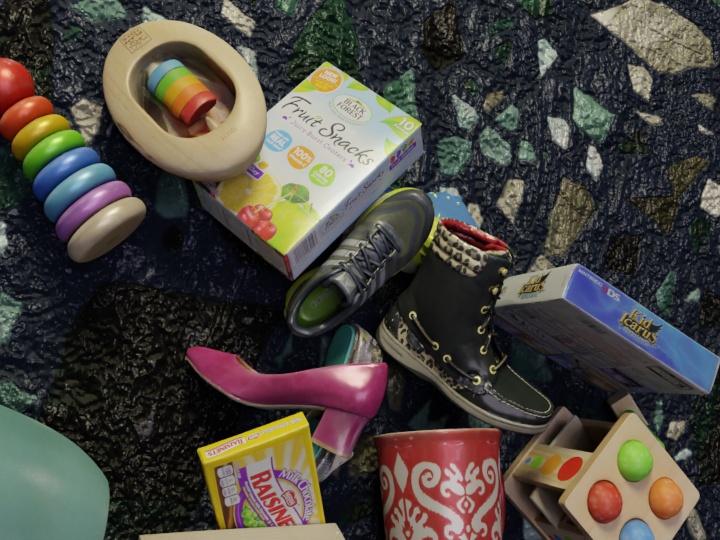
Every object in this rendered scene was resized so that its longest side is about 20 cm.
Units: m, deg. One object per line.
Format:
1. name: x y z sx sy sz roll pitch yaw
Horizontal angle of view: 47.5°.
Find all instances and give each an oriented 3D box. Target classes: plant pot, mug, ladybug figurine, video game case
1. plant pot: -0.303 0.211 0.668 0.159 0.200 0.204 24 76 -26
2. mug: 0.102 0.266 0.826 0.175 0.133 0.204 4 74 -25
3. ladybug figurine: -0.168 -0.160 0.795 0.135 0.072 0.200 -39 71 -10
4. video game case: 0.250 0.068 0.890 0.198 0.181 0.046 32 73 -14

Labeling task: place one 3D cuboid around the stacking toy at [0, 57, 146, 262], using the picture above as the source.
1. stacking toy: -0.293 -0.109 0.770 0.085 0.085 0.201 -38 91 -20

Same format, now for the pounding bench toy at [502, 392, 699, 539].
1. pounding bench toy: 0.283 0.214 0.899 0.125 0.156 0.200 47 71 -9

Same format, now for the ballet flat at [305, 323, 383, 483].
1. ballet flat: -0.027 0.157 0.841 0.071 0.072 0.203 29 76 -15

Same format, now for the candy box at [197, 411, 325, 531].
1. candy box: -0.084 0.233 0.774 0.101 0.026 0.203 -19 122 -19

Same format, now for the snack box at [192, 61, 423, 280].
1. snack box: -0.052 -0.107 0.832 0.142 0.053 0.200 38 69 24

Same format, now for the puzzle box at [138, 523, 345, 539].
1. puzzle box: -0.121 0.298 0.756 0.197 0.025 0.135 8 112 -31

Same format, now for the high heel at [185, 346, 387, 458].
1. high heel: -0.073 0.095 0.796 0.198 0.067 0.097 25 86 19

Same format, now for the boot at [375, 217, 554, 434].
1. boot: 0.127 0.057 0.820 0.202 0.073 0.155 31 116 12

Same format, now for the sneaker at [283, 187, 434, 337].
1. sneaker: 0.000 0.000 0.818 0.074 0.081 0.200 42 100 -9

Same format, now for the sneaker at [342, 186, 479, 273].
1. sneaker: 0.054 -0.055 0.902 0.199 0.076 0.106 36 44 -3
